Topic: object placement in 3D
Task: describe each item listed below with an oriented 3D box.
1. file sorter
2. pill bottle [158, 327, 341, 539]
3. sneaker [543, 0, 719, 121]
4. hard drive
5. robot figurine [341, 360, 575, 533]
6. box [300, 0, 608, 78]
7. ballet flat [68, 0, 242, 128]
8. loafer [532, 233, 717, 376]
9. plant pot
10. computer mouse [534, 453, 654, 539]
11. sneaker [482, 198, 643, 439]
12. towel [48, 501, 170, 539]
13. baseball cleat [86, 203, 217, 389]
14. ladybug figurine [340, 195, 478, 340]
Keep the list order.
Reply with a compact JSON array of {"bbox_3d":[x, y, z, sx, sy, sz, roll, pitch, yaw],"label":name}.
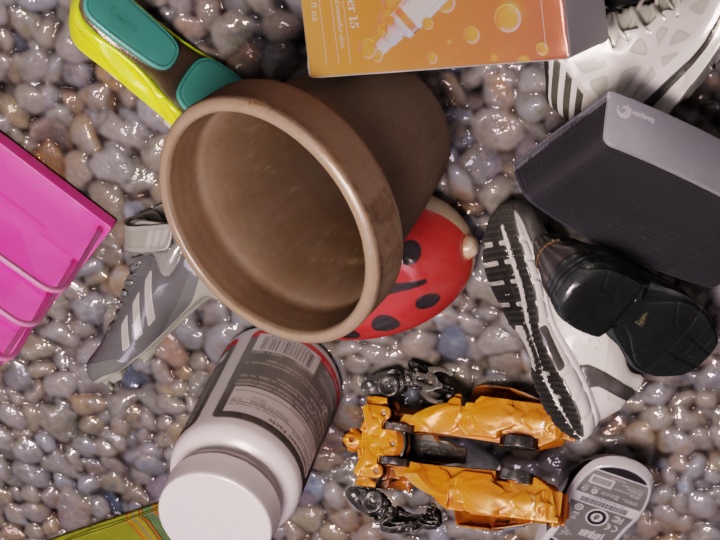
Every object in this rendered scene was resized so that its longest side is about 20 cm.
[{"bbox_3d":[-0.331,0.009,1.608,0.139,0.126,0.200,37,124,-9],"label":"file sorter"},{"bbox_3d":[-0.092,0.146,1.579,0.113,0.201,0.115,8,124,12],"label":"pill bottle"},{"bbox_3d":[0.197,-0.174,1.364,0.115,0.076,0.201,28,128,-5],"label":"sneaker"},{"bbox_3d":[0.224,-0.053,1.400,0.199,0.043,0.135,24,146,-23],"label":"hard drive"},{"bbox_3d":[0.080,0.155,1.594,0.198,0.058,0.147,6,81,21],"label":"robot figurine"},{"bbox_3d":[0.063,-0.210,1.337,0.198,0.097,0.126,-2,104,25],"label":"box"},{"bbox_3d":[-0.150,-0.148,1.500,0.200,0.067,0.067,39,145,-7],"label":"ballet flat"},{"bbox_3d":[0.208,0.022,1.472,0.073,0.072,0.199,-46,135,13],"label":"loafer"},{"bbox_3d":[-0.022,-0.074,1.416,0.199,0.174,0.202,24,133,28],"label":"plant pot"},{"bbox_3d":[0.191,0.221,1.640,0.109,0.044,0.201,21,126,-10],"label":"computer mouse"},{"bbox_3d":[0.162,0.030,1.522,0.074,0.080,0.202,11,126,65],"label":"sneaker"},{"bbox_3d":[-0.223,0.275,1.813,0.199,0.018,0.086,-21,113,27],"label":"towel"},{"bbox_3d":[-0.181,0.012,1.610,0.200,0.070,0.107,-39,98,23],"label":"baseball cleat"},{"bbox_3d":[0.000,0.000,1.537,0.198,0.072,0.137,-13,117,23],"label":"ladybug figurine"}]
